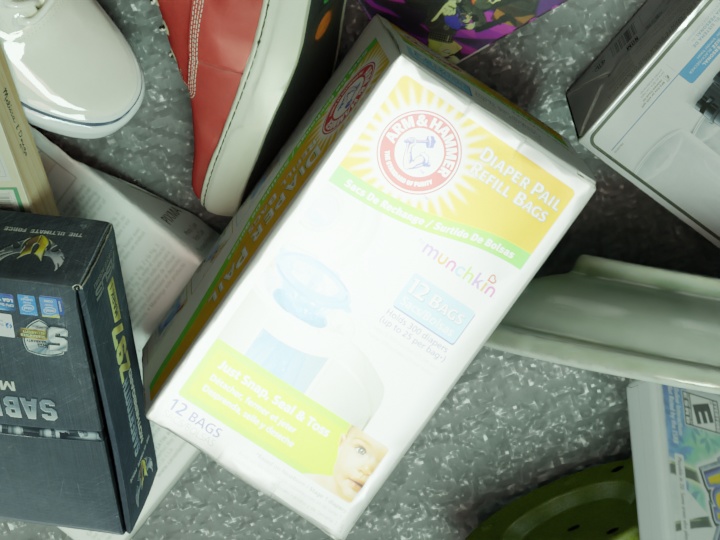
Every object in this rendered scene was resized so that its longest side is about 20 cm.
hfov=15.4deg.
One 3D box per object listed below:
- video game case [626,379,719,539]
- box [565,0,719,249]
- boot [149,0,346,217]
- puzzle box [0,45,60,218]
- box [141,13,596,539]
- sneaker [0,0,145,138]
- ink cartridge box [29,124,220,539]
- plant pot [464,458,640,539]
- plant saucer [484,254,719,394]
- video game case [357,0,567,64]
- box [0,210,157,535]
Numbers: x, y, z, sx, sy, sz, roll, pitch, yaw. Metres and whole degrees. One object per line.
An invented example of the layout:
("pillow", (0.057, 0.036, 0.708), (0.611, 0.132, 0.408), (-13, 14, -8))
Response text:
("video game case", (0.204, 0.162, 1.267), (0.182, 0.200, 0.022), (18, 148, -37))
("box", (0.211, -0.057, 1.261), (0.200, 0.060, 0.117), (36, 109, -17))
("boot", (-0.083, -0.128, 1.221), (0.144, 0.072, 0.200), (26, 130, 12))
("puzzle box", (-0.214, -0.059, 1.208), (0.133, 0.025, 0.200), (-1, 127, 18))
("box", (0.000, 0.000, 1.201), (0.112, 0.101, 0.200), (34, 99, -13))
("sneaker", (-0.171, -0.137, 1.181), (0.200, 0.071, 0.073), (43, 68, -13))
("ink cartridge box", (-0.151, 0.021, 1.300), (0.200, 0.047, 0.160), (39, 109, -1))
("plant pot", (0.140, 0.204, 1.320), (0.200, 0.200, 0.193), (-21, 102, 7))
("plant saucer", (0.148, 0.025, 1.229), (0.200, 0.200, 0.050), (10, 91, -7))
("video game case", (0.050, -0.209, 1.198), (0.181, 0.036, 0.200), (-28, 113, 12))
("box", (-0.202, 0.042, 1.235), (0.200, 0.051, 0.158), (7, 133, 14))
